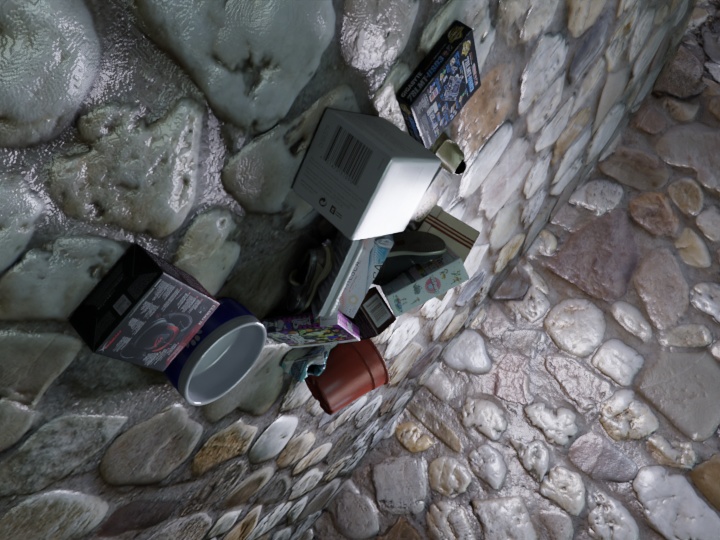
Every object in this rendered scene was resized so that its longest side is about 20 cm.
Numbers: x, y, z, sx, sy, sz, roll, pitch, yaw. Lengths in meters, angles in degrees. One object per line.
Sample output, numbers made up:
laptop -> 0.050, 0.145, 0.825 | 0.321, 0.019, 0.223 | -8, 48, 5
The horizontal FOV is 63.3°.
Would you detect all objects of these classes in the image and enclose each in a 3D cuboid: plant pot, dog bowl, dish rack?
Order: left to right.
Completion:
dog bowl -> -0.279, 0.156, 1.127 | 0.200, 0.078, 0.202 | -43, 156, -23
dish rack -> -0.046, -0.001, 1.242 | 0.204, 0.043, 0.172 | -64, -164, 9
plant pot -> -0.050, 0.293, 1.667 | 0.193, 0.201, 0.203 | -32, 153, -21

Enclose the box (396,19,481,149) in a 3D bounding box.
box -> 0.171, -0.381, 1.234 | 0.200, 0.049, 0.200 | -52, 158, -1

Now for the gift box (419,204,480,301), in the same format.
gift box -> 0.198, -0.055, 1.600 | 0.200, 0.184, 0.187 | -48, 166, -51

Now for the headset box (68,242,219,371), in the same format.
headset box -> -0.321, 0.067, 0.910 | 0.149, 0.075, 0.200 | -50, 158, -4

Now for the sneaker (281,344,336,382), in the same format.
sneaker -> -0.119, 0.238, 1.560 | 0.198, 0.086, 0.079 | -28, 150, -45

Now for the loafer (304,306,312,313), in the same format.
loafer -> -0.104, 0.110, 1.412 | 0.073, 0.072, 0.201 | -44, 158, -19

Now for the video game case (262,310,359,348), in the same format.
video game case -> -0.108, 0.138, 1.350 | 0.176, 0.037, 0.200 | -8, 161, 12

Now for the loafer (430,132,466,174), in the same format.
loafer -> 0.219, -0.287, 1.449 | 0.077, 0.067, 0.199 | -57, 158, 16

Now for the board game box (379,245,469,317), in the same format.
board game box -> 0.147, 0.019, 1.417 | 0.197, 0.065, 0.148 | -28, -161, 1

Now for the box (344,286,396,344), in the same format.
box -> -0.003, 0.116, 1.473 | 0.074, 0.101, 0.199 | -36, -176, -27

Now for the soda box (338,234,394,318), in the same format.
soda box -> 0.000, 0.000, 1.301 | 0.203, 0.067, 0.064 | -62, -171, 17

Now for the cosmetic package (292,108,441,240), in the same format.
cosmetic package -> 0.014, -0.178, 1.080 | 0.198, 0.164, 0.167 | -12, 137, -55

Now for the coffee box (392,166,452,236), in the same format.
coffee box -> 0.127, -0.171, 1.427 | 0.202, 0.079, 0.113 | -55, 158, 7

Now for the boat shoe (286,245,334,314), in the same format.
boat shoe -> -0.123, 0.018, 1.251 | 0.065, 0.073, 0.202 | 9, 137, -30

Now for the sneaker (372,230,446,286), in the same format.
sneaker -> 0.104, -0.027, 1.381 | 0.076, 0.194, 0.108 | -91, 177, -45
